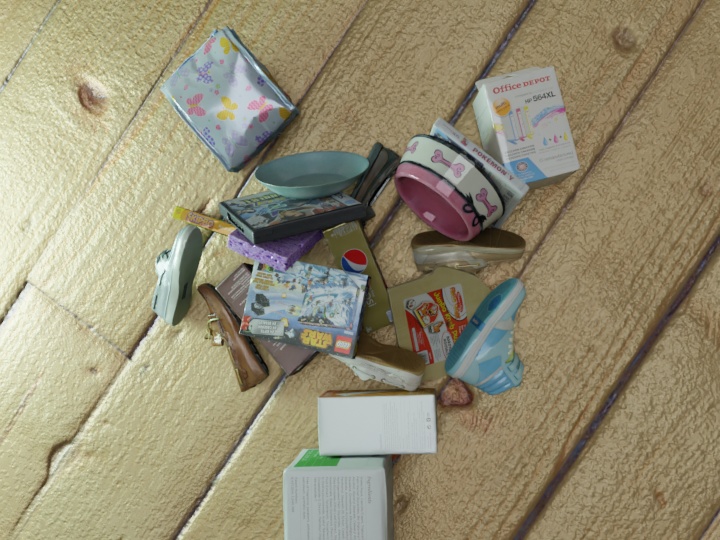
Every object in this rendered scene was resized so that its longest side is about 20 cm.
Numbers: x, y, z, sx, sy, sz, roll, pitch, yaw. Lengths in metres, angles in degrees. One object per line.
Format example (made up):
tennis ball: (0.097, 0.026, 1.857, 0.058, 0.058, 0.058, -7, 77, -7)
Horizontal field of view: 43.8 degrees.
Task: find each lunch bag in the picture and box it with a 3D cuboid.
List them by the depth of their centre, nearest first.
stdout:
lunch bag: (-0.228, -0.301, 1.573, 0.169, 0.127, 0.200, -43, 94, 5)

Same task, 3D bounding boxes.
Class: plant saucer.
plant saucer: (-0.081, -0.158, 1.530, 0.197, 0.202, 0.039, -2, 114, 5)

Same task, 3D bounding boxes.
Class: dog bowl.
dog bowl: (0.139, -0.129, 1.484, 0.199, 0.200, 0.074, 39, 77, 6)

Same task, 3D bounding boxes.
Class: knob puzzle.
knob puzzle: (0.152, 0.085, 1.550, 0.215, 0.030, 0.224, -3, 103, -13)

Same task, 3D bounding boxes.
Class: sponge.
sponge: (-0.130, -0.067, 1.518, 0.110, 0.200, 0.030, 21, 121, 14)

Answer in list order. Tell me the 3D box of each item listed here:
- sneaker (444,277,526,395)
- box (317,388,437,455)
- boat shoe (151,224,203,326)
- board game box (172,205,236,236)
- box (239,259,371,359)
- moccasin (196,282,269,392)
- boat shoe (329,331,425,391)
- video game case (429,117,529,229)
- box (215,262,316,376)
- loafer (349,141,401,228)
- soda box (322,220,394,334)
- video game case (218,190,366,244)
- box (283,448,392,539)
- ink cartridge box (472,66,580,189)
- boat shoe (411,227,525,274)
sneaker: (0.246, 0.121, 1.523, 0.129, 0.080, 0.201, 33, 102, -12)
box: (0.032, 0.256, 1.526, 0.196, 0.124, 0.100, -2, 87, 5)
boat shoe: (-0.330, 0.003, 1.569, 0.071, 0.070, 0.204, 26, 121, 14)
board game box: (-0.225, -0.068, 1.576, 0.197, 0.096, 0.030, 21, 90, 6)
box: (-0.091, 0.058, 1.479, 0.196, 0.040, 0.140, 12, 85, 11)
moccasin: (-0.238, 0.117, 1.588, 0.077, 0.074, 0.204, -28, 95, -4)
boat shoe: (0.010, 0.155, 1.518, 0.197, 0.071, 0.070, 21, 127, 13)
video game case: (0.183, -0.155, 1.489, 0.181, 0.200, 0.023, 39, 78, 6)
box: (-0.155, 0.084, 1.563, 0.075, 0.100, 0.201, -40, 85, 3)
loafer: (0.011, -0.123, 1.571, 0.062, 0.072, 0.203, 25, 89, 0)
soda box: (0.000, 0.000, 1.531, 0.063, 0.068, 0.203, -21, 109, 4)
video game case: (-0.116, -0.102, 1.488, 0.197, 0.180, 0.026, -15, 115, -22)
box: (-0.031, 0.410, 1.489, 0.168, 0.199, 0.205, -1, 88, 5)
ink cartridge box: (0.273, -0.242, 1.513, 0.126, 0.125, 0.204, -14, 87, -2)
boat shoe: (0.187, -0.028, 1.552, 0.196, 0.074, 0.070, 1, 121, 13)
